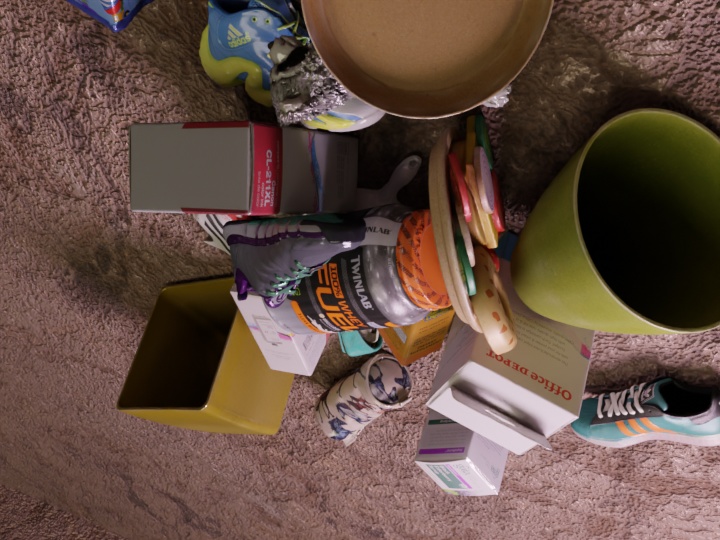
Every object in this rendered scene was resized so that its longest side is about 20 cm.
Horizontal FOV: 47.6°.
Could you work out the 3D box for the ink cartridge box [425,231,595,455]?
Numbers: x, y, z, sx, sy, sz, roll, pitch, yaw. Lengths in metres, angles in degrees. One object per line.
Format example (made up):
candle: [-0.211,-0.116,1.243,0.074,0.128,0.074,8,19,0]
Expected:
ink cartridge box: [0.165,0.090,0.887,0.127,0.202,0.126,27,145,-4]

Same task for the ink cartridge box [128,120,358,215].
ink cartridge box: [-0.108,-0.098,0.812,0.144,0.199,0.084,4,96,28]

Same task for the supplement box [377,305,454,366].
supplement box: [0.073,0.031,0.968,0.069,0.066,0.201,56,156,29]

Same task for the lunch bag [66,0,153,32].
lunch bag: [-0.277,-0.334,0.733,0.198,0.094,0.152,28,148,18]

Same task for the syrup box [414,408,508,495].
syrup box: [0.140,0.164,0.998,0.081,0.202,0.079,-12,133,40]

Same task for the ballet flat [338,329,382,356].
ballet flat: [-0.009,0.041,1.060,0.069,0.068,0.201,-6,140,13]

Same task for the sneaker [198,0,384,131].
sneaker: [-0.066,-0.202,0.763,0.197,0.076,0.106,18,144,11]

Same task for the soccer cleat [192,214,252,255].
soccer cleat: [-0.169,-0.086,0.985,0.084,0.069,0.201,16,147,12]

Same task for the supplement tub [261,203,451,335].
supplement tub: [0.000,0.000,0.847,0.198,0.124,0.123,-10,133,38]

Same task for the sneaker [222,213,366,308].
sneaker: [-0.060,-0.008,0.779,0.199,0.074,0.089,2,98,53]

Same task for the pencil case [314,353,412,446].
pencil case: [0.004,0.194,1.226,0.090,0.078,0.200,49,143,2]

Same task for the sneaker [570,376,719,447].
sneaker: [0.347,0.164,0.993,0.197,0.072,0.080,-7,130,31]

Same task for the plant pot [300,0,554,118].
plant pot: [0.051,-0.220,0.627,0.196,0.028,0.203,-2,112,-4]

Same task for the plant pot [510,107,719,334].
plant pot: [0.225,-0.020,0.753,0.185,0.189,0.200,30,160,-8]

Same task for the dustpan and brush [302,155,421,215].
dustpan and brush: [0.017,-0.064,0.921,0.138,0.058,0.200,23,153,-15]

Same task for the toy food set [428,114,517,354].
toy food set: [0.107,-0.039,0.765,0.048,0.202,0.200,-9,130,18]

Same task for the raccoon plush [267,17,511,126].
raccoon plush: [0.016,-0.153,0.691,0.198,0.135,0.097,29,178,9]

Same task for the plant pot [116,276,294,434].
plant pot: [-0.205,0.147,1.210,0.198,0.203,0.176,-7,145,38]

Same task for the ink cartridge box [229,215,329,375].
ink cartridge box: [-0.096,0.026,1.040,0.066,0.117,0.202,7,140,23]
